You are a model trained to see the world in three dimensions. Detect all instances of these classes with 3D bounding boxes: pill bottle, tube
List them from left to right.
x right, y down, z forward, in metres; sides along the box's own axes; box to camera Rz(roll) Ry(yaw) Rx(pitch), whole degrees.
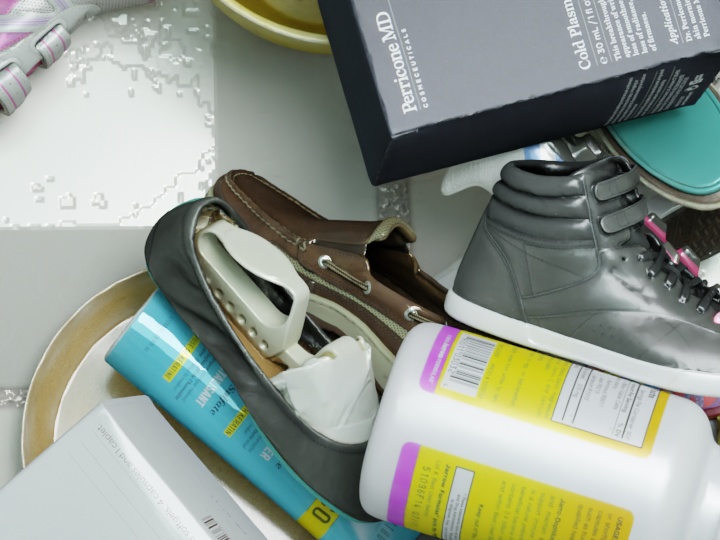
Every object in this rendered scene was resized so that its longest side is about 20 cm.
[{"bbox_3d":[-0.044,0.088,1.607,0.200,0.050,0.077,37,84,-2],"label":"tube"},{"bbox_3d":[0.107,0.101,1.500,0.200,0.104,0.104,17,77,7],"label":"pill bottle"}]

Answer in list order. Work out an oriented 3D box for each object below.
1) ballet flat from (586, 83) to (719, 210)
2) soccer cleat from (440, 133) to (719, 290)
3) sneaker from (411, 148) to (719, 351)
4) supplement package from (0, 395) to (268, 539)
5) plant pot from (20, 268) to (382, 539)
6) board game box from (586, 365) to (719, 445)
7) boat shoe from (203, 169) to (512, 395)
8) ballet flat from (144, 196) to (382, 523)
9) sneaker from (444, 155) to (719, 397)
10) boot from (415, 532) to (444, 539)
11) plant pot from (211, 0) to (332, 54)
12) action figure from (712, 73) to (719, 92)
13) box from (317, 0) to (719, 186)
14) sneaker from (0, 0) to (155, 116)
[{"bbox_3d":[0.147,-0.094,1.632,0.067,0.062,0.200,-39,58,-4],"label":"ballet flat"},{"bbox_3d":[0.125,-0.001,1.590,0.086,0.070,0.200,-40,88,14],"label":"soccer cleat"},{"bbox_3d":[0.114,-0.017,1.667,0.200,0.073,0.085,-23,45,-1],"label":"sneaker"},{"bbox_3d":[-0.134,0.200,1.523,0.200,0.147,0.191,-41,85,4],"label":"supplement package"},{"bbox_3d":[-0.085,0.094,1.635,0.200,0.027,0.200,1,77,-5],"label":"plant pot"},{"bbox_3d":[0.204,0.115,1.648,0.200,0.039,0.158,34,77,3],"label":"board game box"},{"bbox_3d":[0.003,-0.001,1.611,0.202,0.075,0.075,40,114,19],"label":"boat shoe"},{"bbox_3d":[-0.039,0.043,1.560,0.200,0.068,0.068,49,46,6],"label":"ballet flat"},{"bbox_3d":[0.146,-0.001,1.511,0.200,0.071,0.099,15,106,14],"label":"sneaker"},{"bbox_3d":[0.088,0.202,1.513,0.200,0.070,0.132,30,45,24],"label":"boot"},{"bbox_3d":[-0.015,-0.201,1.645,0.200,0.142,0.200,1,78,-4],"label":"plant pot"},{"bbox_3d":[0.206,-0.133,1.665,0.102,0.119,0.200,-42,90,-9],"label":"action figure"},{"bbox_3d":[0.068,-0.168,1.519,0.182,0.104,0.200,-14,79,-9],"label":"box"},{"bbox_3d":[-0.201,-0.125,1.650,0.200,0.081,0.088,-17,81,0],"label":"sneaker"}]
